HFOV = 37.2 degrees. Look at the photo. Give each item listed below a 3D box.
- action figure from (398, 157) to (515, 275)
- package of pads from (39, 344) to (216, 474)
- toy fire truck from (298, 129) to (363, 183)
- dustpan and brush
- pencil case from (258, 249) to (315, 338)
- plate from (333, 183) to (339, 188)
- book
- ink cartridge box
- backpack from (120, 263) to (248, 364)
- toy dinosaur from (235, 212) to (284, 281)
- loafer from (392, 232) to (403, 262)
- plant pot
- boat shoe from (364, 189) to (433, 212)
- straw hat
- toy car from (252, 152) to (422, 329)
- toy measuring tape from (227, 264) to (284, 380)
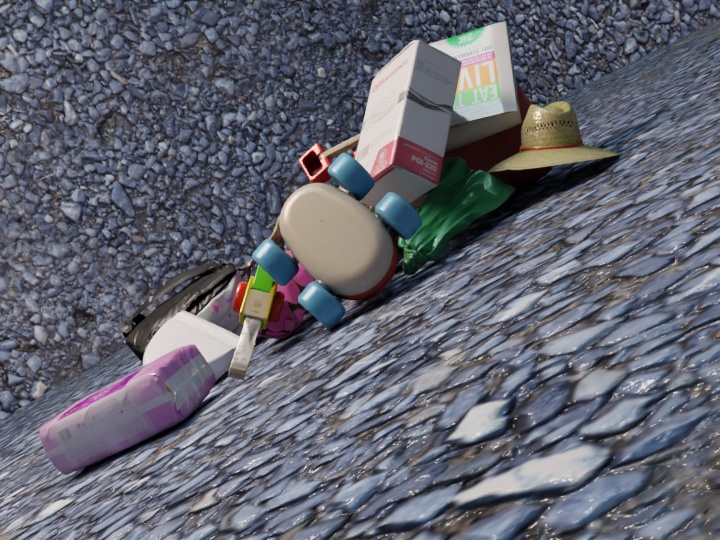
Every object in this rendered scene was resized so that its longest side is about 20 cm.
[{"bbox_3d":[0.113,-0.066,1.465,0.117,0.055,0.200,23,54,28],"label":"action figure"},{"bbox_3d":[-0.285,0.171,1.319,0.198,0.077,0.120,-27,4,20],"label":"package of pads"},{"bbox_3d":[0.012,-0.186,1.698,0.198,0.049,0.141,-35,-28,3],"label":"toy fire truck"},{"bbox_3d":[-0.266,0.149,1.454,0.138,0.058,0.199,20,45,36],"label":"dustpan and brush"},{"bbox_3d":[-0.094,0.023,1.561,0.200,0.093,0.092,-54,-9,-52],"label":"pencil case"},{"bbox_3d":[0.034,-0.124,1.737,0.197,0.026,0.201,-23,-29,-14],"label":"plate"},{"bbox_3d":[0.168,-0.280,1.606,0.131,0.048,0.203,-15,48,16],"label":"book"},{"bbox_3d":[0.062,-0.202,1.522,0.145,0.084,0.204,-28,47,60],"label":"ink cartridge box"},{"bbox_3d":[-0.248,0.081,1.637,0.200,0.128,0.166,-42,30,-17],"label":"backpack"},{"bbox_3d":[-0.136,-0.029,1.609,0.088,0.047,0.202,-45,-14,-51],"label":"toy dinosaur"},{"bbox_3d":[0.053,-0.038,1.623,0.071,0.064,0.199,-19,7,33],"label":"loafer"},{"bbox_3d":[0.175,-0.178,1.669,0.177,0.201,0.200,-41,10,-19],"label":"plant pot"},{"bbox_3d":[0.067,-0.106,1.613,0.199,0.063,0.074,-18,51,53],"label":"boat shoe"},{"bbox_3d":[0.266,-0.192,1.500,0.197,0.087,0.201,-9,6,1],"label":"straw hat"},{"bbox_3d":[-0.011,-0.016,1.434,0.185,0.176,0.200,-48,-26,-3],"label":"toy car"},{"bbox_3d":[-0.142,0.073,1.406,0.073,0.073,0.202,-24,39,35],"label":"toy measuring tape"}]
